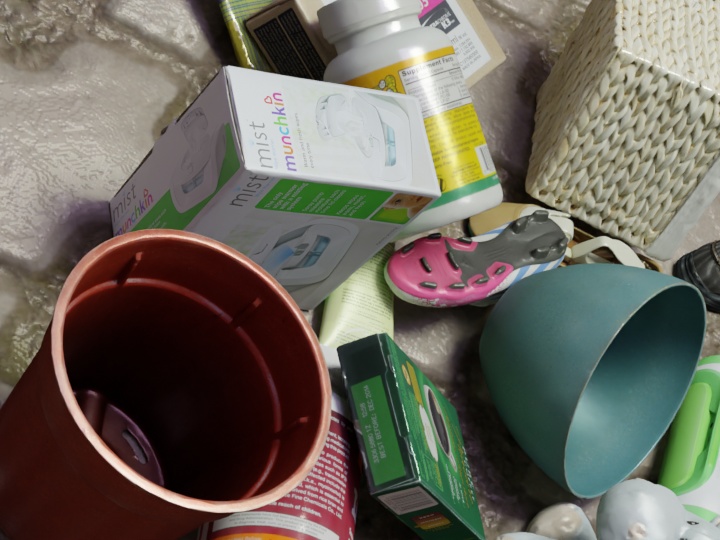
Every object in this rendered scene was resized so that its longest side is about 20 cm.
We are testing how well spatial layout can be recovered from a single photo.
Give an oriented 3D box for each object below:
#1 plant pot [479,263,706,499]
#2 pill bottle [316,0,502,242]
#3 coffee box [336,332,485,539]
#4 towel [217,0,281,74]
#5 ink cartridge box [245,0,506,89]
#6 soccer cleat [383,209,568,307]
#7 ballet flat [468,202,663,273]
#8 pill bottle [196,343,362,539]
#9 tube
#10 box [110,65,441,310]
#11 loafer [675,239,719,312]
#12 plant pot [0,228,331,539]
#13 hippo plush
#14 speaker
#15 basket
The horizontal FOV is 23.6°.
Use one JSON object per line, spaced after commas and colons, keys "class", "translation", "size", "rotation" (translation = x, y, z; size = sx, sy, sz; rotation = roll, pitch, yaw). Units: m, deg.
{"class": "plant pot", "translation": [0.181, 0.074, 1.466], "size": [0.135, 0.200, 0.200], "rotation": [30, 36, 33]}
{"class": "pill bottle", "translation": [0.035, -0.133, 1.426], "size": [0.113, 0.113, 0.200], "rotation": [-22, 94, -43]}
{"class": "coffee box", "translation": [0.042, 0.137, 1.323], "size": [0.200, 0.044, 0.123], "rotation": [48, 26, -63]}
{"class": "towel", "translation": [-0.078, -0.255, 1.555], "size": [0.144, 0.023, 0.200], "rotation": [-20, 88, -41]}
{"class": "ink cartridge box", "translation": [0.018, -0.207, 1.554], "size": [0.200, 0.075, 0.165], "rotation": [-42, 105, -39]}
{"class": "soccer cleat", "translation": [0.097, 0.007, 1.498], "size": [0.200, 0.086, 0.070], "rotation": [-14, 60, -36]}
{"class": "ballet flat", "translation": [0.196, -0.024, 1.605], "size": [0.200, 0.063, 0.069], "rotation": [23, 53, -23]}
{"class": "pill bottle", "translation": [-0.056, 0.155, 1.268], "size": [0.113, 0.113, 0.200], "rotation": [24, 51, -22]}
{"class": "tube", "translation": [0.000, 0.000, 1.461], "size": [0.058, 0.052, 0.200], "rotation": [-2, 58, 9]}
{"class": "box", "translation": [-0.070, -0.059, 1.338], "size": [0.176, 0.200, 0.097], "rotation": [5, 59, -35]}
{"class": "loafer", "translation": [0.413, 0.012, 1.734], "size": [0.200, 0.072, 0.073], "rotation": [9, 56, -33]}
{"class": "plant pot", "translation": [-0.154, 0.106, 1.171], "size": [0.201, 0.195, 0.201], "rotation": [19, 52, -26]}
{"class": "hippo plush", "translation": [0.213, 0.257, 1.366], "size": [0.200, 0.161, 0.159], "rotation": [43, 45, -5]}
{"class": "speaker", "translation": [0.313, 0.171, 1.548], "size": [0.088, 0.088, 0.200], "rotation": [36, 47, -12]}
{"class": "basket", "translation": [0.269, -0.155, 1.629], "size": [0.161, 0.200, 0.198], "rotation": [22, 38, -8]}
